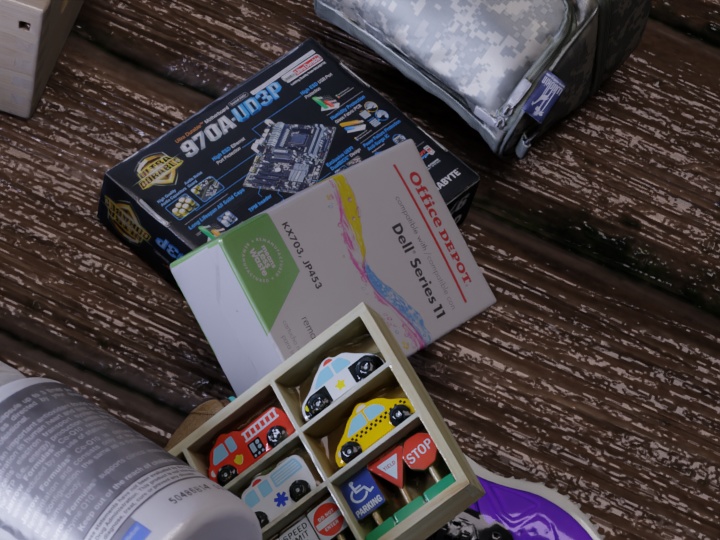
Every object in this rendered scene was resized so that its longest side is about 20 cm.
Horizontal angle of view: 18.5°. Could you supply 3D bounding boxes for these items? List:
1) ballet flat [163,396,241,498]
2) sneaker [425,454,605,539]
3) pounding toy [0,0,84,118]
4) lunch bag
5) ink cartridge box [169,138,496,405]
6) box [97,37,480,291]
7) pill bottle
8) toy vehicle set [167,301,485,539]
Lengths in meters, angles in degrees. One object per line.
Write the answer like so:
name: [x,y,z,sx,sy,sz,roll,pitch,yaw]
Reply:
ballet flat: [-0.051,0.159,1.248,0.072,0.068,0.200,-33,64,-12]
sneaker: [0.045,0.149,1.261,0.199,0.070,0.099,31,36,22]
pounding toy: [-0.267,-0.241,1.460,0.183,0.143,0.201,17,49,-1]
lunch bag: [0.084,-0.185,1.522,0.200,0.140,0.168,38,68,17]
ink cartridge box: [0.000,0.000,1.328,0.199,0.067,0.118,-30,92,-36]
box: [-0.044,-0.048,1.424,0.159,0.046,0.200,40,53,17]
pill bottle: [-0.159,0.127,1.185,0.199,0.114,0.114,29,48,30]
toy vehicle set: [-0.043,0.127,1.211,0.200,0.026,0.125,-38,61,9]
